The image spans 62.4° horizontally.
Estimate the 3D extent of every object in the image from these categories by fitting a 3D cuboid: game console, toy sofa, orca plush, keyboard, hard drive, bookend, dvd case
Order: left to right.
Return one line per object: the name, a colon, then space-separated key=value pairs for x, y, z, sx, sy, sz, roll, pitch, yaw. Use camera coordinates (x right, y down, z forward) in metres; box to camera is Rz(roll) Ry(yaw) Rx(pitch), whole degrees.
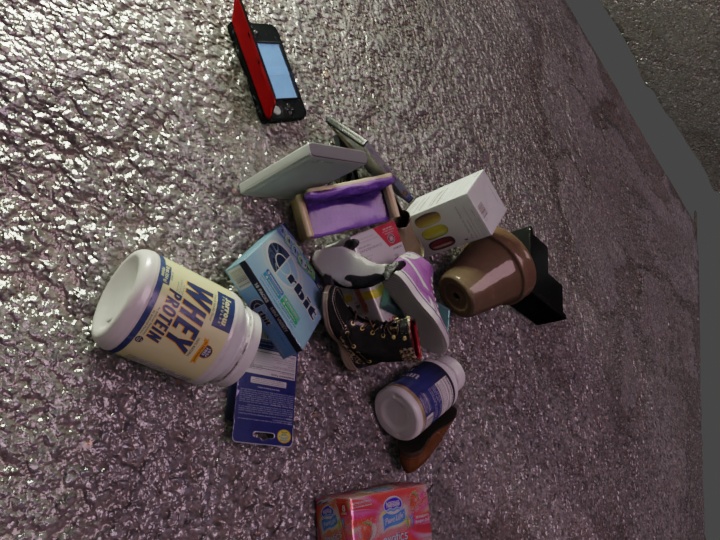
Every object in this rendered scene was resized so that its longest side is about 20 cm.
game console: x=-0.163 y=-0.392 z=1.114 sx=0.172 sy=0.118 sz=0.202 roll=-21 pitch=93 yaw=-46
hard drive: x=-0.102 y=-0.169 z=1.041 sx=0.131 sy=0.199 sz=0.027 roll=-2 pitch=79 yaw=-45
keyboard: x=-0.035 y=-0.189 z=1.249 sx=0.104 sy=0.039 sz=0.202 roll=6 pitch=70 yaw=-68
toy sofa: x=-0.024 y=-0.119 z=1.133 sx=0.199 sy=0.097 sz=0.084 roll=-15 pitch=88 yaw=-24
orca plush: x=0.000 y=0.000 z=1.104 sx=0.071 sy=0.199 sz=0.106 roll=43 pitch=51 yaw=-45
dvd case: x=0.020 y=-0.225 z=1.213 sx=0.018 sy=0.143 sz=0.200 roll=-48 pitch=138 yaw=0
bookend: x=0.481 y=0.017 z=1.651 sx=0.198 sy=0.092 sz=0.201 roll=31 pitch=55 yaw=-37

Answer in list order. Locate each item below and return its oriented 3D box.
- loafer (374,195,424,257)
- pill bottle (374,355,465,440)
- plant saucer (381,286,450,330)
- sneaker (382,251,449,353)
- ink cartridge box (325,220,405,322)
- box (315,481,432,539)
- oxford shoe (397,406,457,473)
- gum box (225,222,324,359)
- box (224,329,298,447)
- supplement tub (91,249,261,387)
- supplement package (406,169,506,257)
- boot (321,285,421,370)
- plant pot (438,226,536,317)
loafer: x=0.085 y=-0.088 z=1.297 sx=0.200 sy=0.068 sz=0.076 roll=49 pitch=48 yaw=-28
pill bottle: x=0.128 y=0.248 z=1.203 sx=0.199 sy=0.111 sz=0.112 roll=-24 pitch=94 yaw=-47
plant saucer: x=0.117 y=0.075 z=1.197 sx=0.199 sy=0.019 sz=0.070 roll=28 pitch=59 yaw=-37
sneaker: x=0.130 y=0.055 z=1.153 sx=0.114 sy=0.072 sz=0.201 roll=-45 pitch=111 yaw=-46
ink cartridge box: x=0.035 y=0.018 z=1.203 sx=0.145 sy=0.083 sz=0.201 roll=-24 pitch=95 yaw=-46
box: x=0.026 y=0.438 z=1.048 sx=0.199 sy=0.094 sz=0.104 roll=10 pitch=69 yaw=-43
oxford shoe: x=0.136 y=0.342 z=1.228 sx=0.200 sy=0.071 sz=0.072 roll=-30 pitch=126 yaw=-46
gum box: x=-0.130 y=0.027 z=1.008 sx=0.171 sy=0.044 sz=0.200 roll=59 pitch=21 yaw=-14
box: x=-0.161 y=0.186 z=0.987 sx=0.121 sy=0.032 sz=0.202 roll=20 pitch=62 yaw=-39
supplement tub: x=-0.256 y=0.074 z=0.846 sx=0.199 sy=0.144 sz=0.146 roll=32 pitch=56 yaw=-34
supplement package: x=0.204 y=-0.123 z=1.337 sx=0.114 sy=0.199 sz=0.110 roll=55 pitch=45 yaw=-15
boot: x=0.021 y=0.102 z=1.076 sx=0.073 sy=0.149 sz=0.201 roll=-71 pitch=149 yaw=-50
plant pot: x=0.280 y=0.019 z=1.400 sx=0.174 sy=0.200 sz=0.201 roll=-31 pitch=100 yaw=-27
